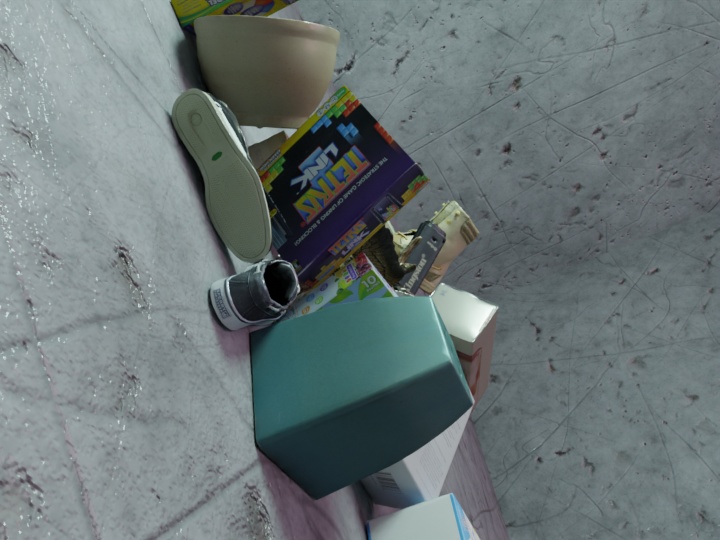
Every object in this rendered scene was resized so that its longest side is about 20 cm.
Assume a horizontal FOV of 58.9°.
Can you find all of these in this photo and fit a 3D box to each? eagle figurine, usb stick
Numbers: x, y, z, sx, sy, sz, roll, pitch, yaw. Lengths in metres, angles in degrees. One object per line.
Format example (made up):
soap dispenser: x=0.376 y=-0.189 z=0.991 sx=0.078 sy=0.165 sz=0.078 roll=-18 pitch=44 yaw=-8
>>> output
eagle figurine: x=-0.006 y=-0.002 z=0.908 sx=0.199 sy=0.149 sz=0.154 roll=22 pitch=74 yaw=-59
usb stick: x=0.076 y=0.012 z=1.040 sx=0.055 sy=0.201 sz=0.033 roll=34 pitch=-12 yaw=-16

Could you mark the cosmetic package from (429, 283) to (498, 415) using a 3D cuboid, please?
cosmetic package: x=0.147 y=0.132 z=1.007 sx=0.087 sy=0.103 sz=0.201 roll=-46 pitch=146 yaw=-36

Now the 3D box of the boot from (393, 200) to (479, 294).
boot: x=0.107 y=-0.066 z=1.107 sx=0.199 sy=0.156 sz=0.073 roll=37 pitch=8 yaw=-32

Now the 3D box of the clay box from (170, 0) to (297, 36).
clay box: x=-0.157 y=-0.398 z=0.915 sx=0.115 sy=0.198 sz=0.048 roll=-45 pitch=112 yaw=-80

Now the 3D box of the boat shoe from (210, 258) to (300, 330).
boat shoe: x=-0.099 y=0.018 z=0.706 sx=0.200 sy=0.067 sz=0.072 roll=-5 pitch=73 yaw=-81

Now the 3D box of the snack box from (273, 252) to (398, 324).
snack box: x=0.007 y=0.096 z=0.801 sx=0.200 sy=0.142 sz=0.053 roll=51 pitch=4 yaw=-30

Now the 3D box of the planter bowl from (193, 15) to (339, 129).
planter bowl: x=-0.131 y=-0.267 z=0.888 sx=0.200 sy=0.198 sz=0.137 roll=-71 pitch=166 yaw=-76

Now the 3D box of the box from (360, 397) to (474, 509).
box: x=0.074 y=0.217 z=0.909 sx=0.201 sy=0.097 sz=0.125 roll=-56 pitch=129 yaw=-42

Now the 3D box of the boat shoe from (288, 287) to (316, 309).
boat shoe: x=-0.008 y=0.085 z=0.857 sx=0.199 sy=0.069 sz=0.074 roll=30 pitch=41 yaw=-30

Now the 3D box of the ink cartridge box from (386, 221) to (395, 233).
ink cartridge box: x=-0.001 y=-0.040 z=1.174 sx=0.048 sy=0.144 sz=0.200 roll=65 pitch=6 yaw=31

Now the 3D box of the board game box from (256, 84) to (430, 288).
board game box: x=-0.040 y=-0.106 z=0.801 sx=0.166 sy=0.200 sz=0.057 roll=52 pitch=9 yaw=30

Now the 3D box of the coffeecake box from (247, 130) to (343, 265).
coffeecake box: x=-0.093 y=-0.097 z=0.997 sx=0.200 sy=0.072 sz=0.155 roll=46 pitch=23 yaw=-68

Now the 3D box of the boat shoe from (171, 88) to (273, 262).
boat shoe: x=-0.143 y=-0.106 z=0.722 sx=0.202 sy=0.071 sz=0.068 roll=67 pitch=13 yaw=3

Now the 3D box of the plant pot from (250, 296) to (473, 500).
plant pot: x=0.006 y=0.121 z=0.674 sx=0.142 sy=0.198 sz=0.142 roll=-102 pitch=167 yaw=-44

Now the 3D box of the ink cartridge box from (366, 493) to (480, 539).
ink cartridge box: x=0.107 y=0.409 z=0.828 sx=0.129 sy=0.124 sz=0.201 roll=-102 pitch=166 yaw=-50
